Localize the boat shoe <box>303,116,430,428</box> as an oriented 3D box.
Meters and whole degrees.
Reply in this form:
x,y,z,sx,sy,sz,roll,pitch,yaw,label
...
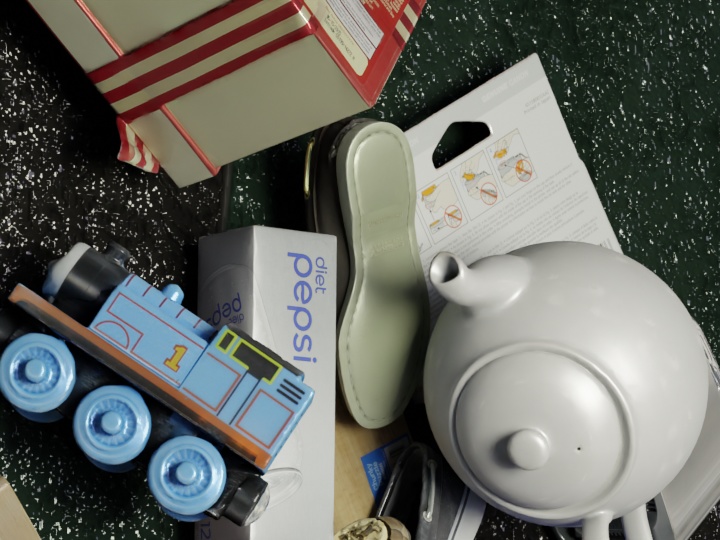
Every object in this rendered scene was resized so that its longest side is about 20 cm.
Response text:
x,y,z,sx,sy,sz,roll,pitch,yaw,label
0.000,0.000,1.532,0.071,0.060,0.202,-11,107,-34,boat shoe

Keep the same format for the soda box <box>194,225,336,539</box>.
x,y,z,sx,sy,sz,roll,pitch,yaw,label
-0.059,0.076,1.477,0.068,0.063,0.201,7,79,-37,soda box

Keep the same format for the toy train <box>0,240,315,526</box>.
x,y,z,sx,sy,sz,roll,pitch,yaw,label
-0.125,0.065,1.395,0.200,0.087,0.115,34,80,3,toy train

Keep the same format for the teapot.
x,y,z,sx,sy,sz,roll,pitch,yaw,label
0.124,0.089,1.494,0.146,0.199,0.198,-55,164,-62,teapot

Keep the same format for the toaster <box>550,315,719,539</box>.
x,y,z,sx,sy,sz,roll,pitch,yaw,label
0.190,0.116,1.657,0.129,0.113,0.201,-39,112,-37,toaster

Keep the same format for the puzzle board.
x,y,z,sx,sy,sz,roll,pitch,yaw,label
-0.030,0.119,1.547,0.150,0.017,0.201,-26,101,-38,puzzle board

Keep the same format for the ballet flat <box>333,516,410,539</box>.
x,y,z,sx,sy,sz,roll,pitch,yaw,label
-0.050,0.220,1.461,0.200,0.067,0.046,-42,120,-9,ballet flat

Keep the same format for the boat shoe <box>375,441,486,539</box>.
x,y,z,sx,sy,sz,roll,pitch,yaw,label
0.020,0.203,1.519,0.068,0.072,0.201,41,59,-30,boat shoe

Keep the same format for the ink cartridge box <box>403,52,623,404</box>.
x,y,z,sx,sy,sz,roll,pitch,yaw,label
0.080,-0.030,1.634,0.200,0.043,0.174,-33,103,-35,ink cartridge box

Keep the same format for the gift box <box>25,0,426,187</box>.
x,y,z,sx,sy,sz,roll,pitch,yaw,label
-0.090,-0.172,1.425,0.185,0.186,0.200,55,41,-21,gift box

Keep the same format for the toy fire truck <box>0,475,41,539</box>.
x,y,z,sx,sy,sz,roll,pitch,yaw,label
-0.199,0.233,1.344,0.176,0.129,0.200,-39,96,-34,toy fire truck
